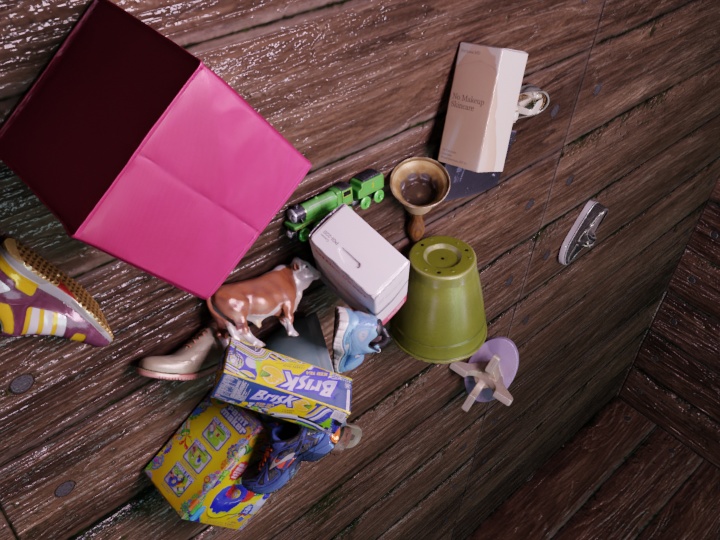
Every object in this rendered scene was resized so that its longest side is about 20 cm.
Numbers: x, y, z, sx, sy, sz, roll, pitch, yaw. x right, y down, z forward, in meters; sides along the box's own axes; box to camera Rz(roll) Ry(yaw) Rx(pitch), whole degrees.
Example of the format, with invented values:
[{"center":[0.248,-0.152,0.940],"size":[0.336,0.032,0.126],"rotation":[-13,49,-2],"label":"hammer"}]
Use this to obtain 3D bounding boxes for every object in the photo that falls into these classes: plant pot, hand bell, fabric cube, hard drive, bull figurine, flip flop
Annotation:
[{"center":[-0.114,0.184,1.207],"size":[0.134,0.201,0.201],"rotation":[-15,139,-7],"label":"plant pot"},{"center":[0.105,-0.108,1.297],"size":[0.104,0.104,0.200],"rotation":[-42,160,-16],"label":"hand bell"},{"center":[-0.214,-0.120,0.742],"size":[0.200,0.196,0.199],"rotation":[-52,149,1],"label":"fabric cube"},{"center":[0.157,0.043,1.394],"size":[0.200,0.200,0.193],"rotation":[-31,138,-30],"label":"plant pot"},{"center":[0.208,-0.207,1.348],"size":[0.200,0.042,0.135],"rotation":[-18,135,-41],"label":"hard drive"},{"center":[-0.145,0.053,1.104],"size":[0.199,0.122,0.065],"rotation":[-15,177,-34],"label":"bull figurine"},{"center":[-0.047,0.383,1.590],"size":[0.081,0.058,0.200],"rotation":[-56,148,6],"label":"flip flop"}]

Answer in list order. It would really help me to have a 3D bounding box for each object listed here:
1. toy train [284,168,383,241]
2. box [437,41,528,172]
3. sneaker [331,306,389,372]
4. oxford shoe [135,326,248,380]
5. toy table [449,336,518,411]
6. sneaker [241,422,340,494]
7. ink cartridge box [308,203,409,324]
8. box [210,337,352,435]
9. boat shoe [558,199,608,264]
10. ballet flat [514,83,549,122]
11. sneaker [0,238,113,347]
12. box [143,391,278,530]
[{"center":[-0.039,-0.108,1.133],"size":[0.200,0.042,0.057],"rotation":[-30,132,-32],"label":"toy train"},{"center":[0.204,-0.273,1.192],"size":[0.078,0.095,0.201],"rotation":[-9,114,-44],"label":"box"},{"center":[0.001,0.120,1.145],"size":[0.200,0.090,0.079],"rotation":[92,3,-70],"label":"sneaker"},{"center":[-0.251,0.122,1.079],"size":[0.200,0.071,0.074],"rotation":[-4,99,-49],"label":"oxford shoe"},{"center":[0.336,0.281,1.896],"size":[0.117,0.183,0.201],"rotation":[-27,135,-61],"label":"toy table"},{"center":[-0.124,0.285,1.141],"size":[0.200,0.075,0.078],"rotation":[-41,111,17],"label":"sneaker"},{"center":[0.000,0.000,1.138],"size":[0.085,0.146,0.200],"rotation":[-45,166,-10],"label":"ink cartridge box"},{"center":[-0.114,0.174,1.054],"size":[0.199,0.070,0.064],"rotation":[22,128,-16],"label":"box"},{"center":[0.619,-0.095,1.971],"size":[0.071,0.064,0.201],"rotation":[-8,127,-49],"label":"boat shoe"},{"center":[0.284,-0.307,1.328],"size":[0.200,0.064,0.068],"rotation":[-26,140,-35],"label":"ballet flat"},{"center":[-0.376,0.046,0.827],"size":[0.090,0.075,0.200],"rotation":[-39,141,-6],"label":"sneaker"},{"center":[-0.230,0.330,1.242],"size":[0.193,0.122,0.200],"rotation":[-50,149,-5],"label":"box"}]
